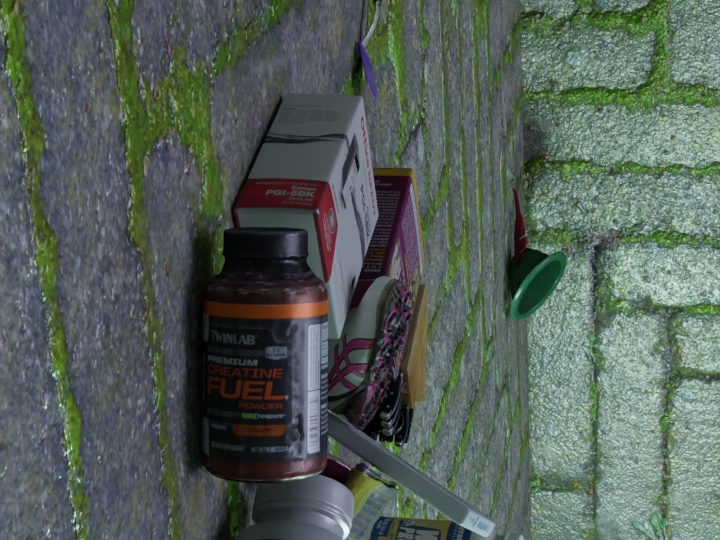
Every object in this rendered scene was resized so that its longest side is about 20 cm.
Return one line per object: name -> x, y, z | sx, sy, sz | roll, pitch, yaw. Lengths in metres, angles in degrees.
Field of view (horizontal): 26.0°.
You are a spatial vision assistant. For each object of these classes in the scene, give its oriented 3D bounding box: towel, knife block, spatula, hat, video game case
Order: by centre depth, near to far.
towel -> -0.030, 0.281, 1.517 | 0.201, 0.023, 0.144 | -58, 161, -8
video game case -> 0.042, 0.207, 1.611 | 0.022, 0.199, 0.182 | -56, 162, -4
spatula -> 0.014, -0.300, 1.848 | 0.057, 0.020, 0.202 | 50, 42, -69
knife block -> 0.035, 0.112, 1.896 | 0.175, 0.063, 0.202 | 20, 72, -78
hat -> 0.325, -0.023, 3.313 | 0.200, 0.176, 0.166 | -44, 154, -14

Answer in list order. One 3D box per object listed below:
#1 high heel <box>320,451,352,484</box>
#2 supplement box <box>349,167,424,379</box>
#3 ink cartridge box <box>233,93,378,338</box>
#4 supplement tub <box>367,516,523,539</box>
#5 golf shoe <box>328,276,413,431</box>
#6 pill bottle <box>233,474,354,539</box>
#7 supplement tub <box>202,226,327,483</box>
high heel -> -0.057, 0.208, 1.508 | 0.096, 0.067, 0.201 | -53, 144, -24
supplement box -> 0.000, 0.000, 1.634 | 0.201, 0.102, 0.132 | -74, 161, -52
ink cartridge box -> -0.046, -0.055, 1.465 | 0.201, 0.082, 0.148 | -72, 159, -51
supplement tub -> 0.094, 0.374, 1.883 | 0.145, 0.198, 0.146 | 1, 90, -78
golf shoe -> -0.009, 0.073, 1.506 | 0.073, 0.092, 0.201 | -51, 166, -42
pill bottle -> -0.063, 0.284, 1.348 | 0.120, 0.118, 0.202 | 73, 22, -55
supplement tub -> -0.079, 0.067, 1.282 | 0.107, 0.106, 0.202 | -18, 109, -77
